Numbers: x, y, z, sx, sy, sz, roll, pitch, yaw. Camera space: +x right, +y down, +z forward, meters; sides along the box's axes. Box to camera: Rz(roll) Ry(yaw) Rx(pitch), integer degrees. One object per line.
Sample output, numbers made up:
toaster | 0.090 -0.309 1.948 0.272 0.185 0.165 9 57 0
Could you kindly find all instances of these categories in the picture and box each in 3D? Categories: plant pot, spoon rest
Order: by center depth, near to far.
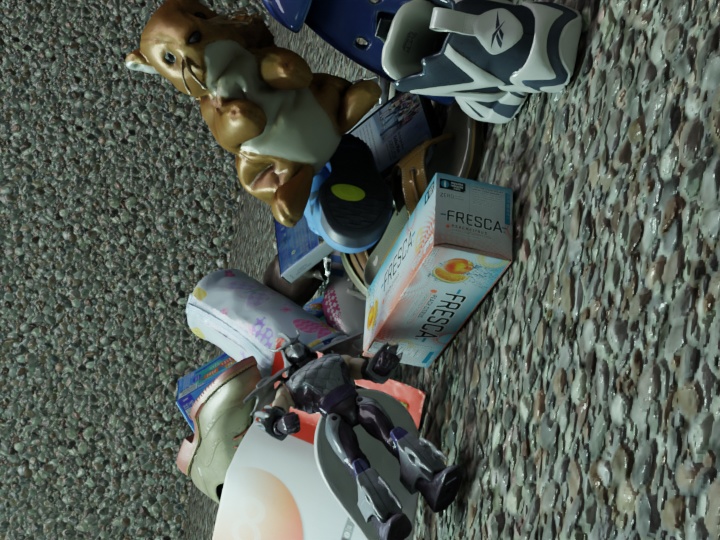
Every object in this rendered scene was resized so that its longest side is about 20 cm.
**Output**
spoon rest | 0.013 0.196 0.975 0.061 0.099 0.200 -16 78 60
plant pot | 0.018 -0.276 1.055 0.200 0.180 0.200 -121 50 -71

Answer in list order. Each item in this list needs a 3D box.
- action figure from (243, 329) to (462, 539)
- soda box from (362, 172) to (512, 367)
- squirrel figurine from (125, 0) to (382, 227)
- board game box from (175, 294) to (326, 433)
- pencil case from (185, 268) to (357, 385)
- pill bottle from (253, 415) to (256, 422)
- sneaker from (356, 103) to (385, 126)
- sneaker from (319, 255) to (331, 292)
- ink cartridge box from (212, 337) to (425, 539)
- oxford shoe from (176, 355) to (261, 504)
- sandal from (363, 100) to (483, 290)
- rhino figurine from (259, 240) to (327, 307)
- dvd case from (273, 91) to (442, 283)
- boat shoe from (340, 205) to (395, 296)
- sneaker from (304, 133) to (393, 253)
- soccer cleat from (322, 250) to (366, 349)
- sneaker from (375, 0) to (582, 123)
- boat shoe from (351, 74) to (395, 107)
action figure | -0.007 0.113 0.929 0.200 0.130 0.069 48 164 31
soda box | 0.058 0.006 0.952 0.200 0.063 0.068 120 158 -58
squirrel figurine | -0.109 -0.159 1.026 0.142 0.187 0.200 -55 21 4
board game box | -0.106 0.099 1.314 0.045 0.200 0.152 60 176 -7
pencil case | -0.091 0.068 1.184 0.200 0.091 0.083 31 126 45
pill bottle | -0.055 0.188 1.218 0.200 0.114 0.114 -112 34 -69
sneaker | -0.006 -0.102 1.308 0.200 0.071 0.073 -43 47 25
sneaker | -0.011 -0.069 1.389 0.080 0.074 0.200 -18 -60 -77
ink cartridge box | -0.039 0.180 1.055 0.050 0.162 0.200 -14 -61 -59
oxford shoe | -0.119 0.156 1.141 0.075 0.070 0.200 47 144 20
sandal | 0.046 -0.066 1.037 0.200 0.055 0.082 -58 25 23
rhino figurine | -0.065 -0.003 1.250 0.200 0.060 0.088 135 153 -68
dvd case | -0.005 -0.089 1.155 0.200 0.018 0.143 -37 33 19
boat shoe | 0.022 -0.053 1.156 0.200 0.072 0.068 -99 28 -45
sneaker | -0.016 -0.052 1.052 0.200 0.066 0.079 -104 25 -61
soccer cleat | 0.000 0.000 1.223 0.200 0.070 0.086 -96 19 -55
sneaker | 0.068 -0.161 0.881 0.199 0.129 0.080 -151 72 -78
boat shoe | -0.003 -0.193 1.429 0.200 0.063 0.073 156 124 -76
